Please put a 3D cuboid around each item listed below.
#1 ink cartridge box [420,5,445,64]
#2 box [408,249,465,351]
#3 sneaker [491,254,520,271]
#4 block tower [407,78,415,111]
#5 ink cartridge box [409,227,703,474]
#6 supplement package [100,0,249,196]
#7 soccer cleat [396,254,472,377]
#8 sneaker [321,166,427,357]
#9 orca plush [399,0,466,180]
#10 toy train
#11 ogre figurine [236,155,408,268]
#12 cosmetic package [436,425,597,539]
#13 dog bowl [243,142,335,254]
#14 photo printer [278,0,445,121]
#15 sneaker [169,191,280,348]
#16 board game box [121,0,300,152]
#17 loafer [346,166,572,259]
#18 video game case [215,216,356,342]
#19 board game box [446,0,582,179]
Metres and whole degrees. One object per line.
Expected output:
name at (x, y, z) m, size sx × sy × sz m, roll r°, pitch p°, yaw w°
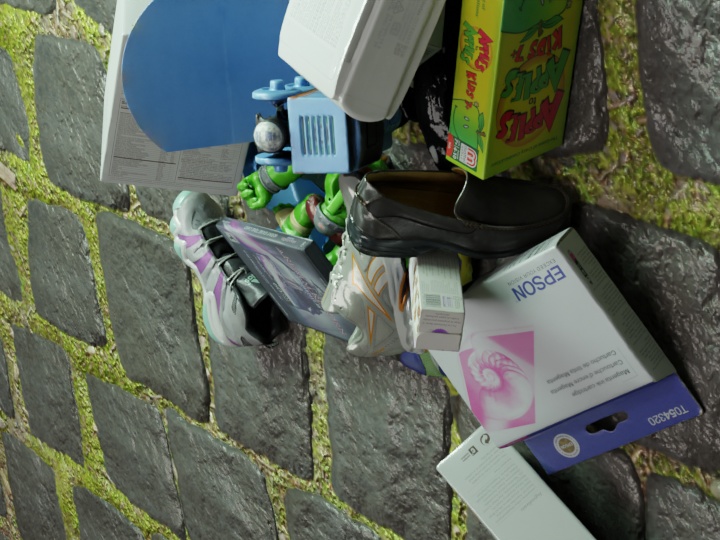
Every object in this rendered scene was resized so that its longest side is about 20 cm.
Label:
ink cartridge box at (0.041, -0.268, 1.447) m, size 0.099 × 0.039 × 0.201 m, roll -30°, pitch 49°, yaw 57°
box at (0.065, 0.006, 1.433) m, size 0.200 × 0.041 × 0.039 m, roll -92°, pitch 9°, yaw -64°
sneaker at (0.150, 0.043, 1.514) m, size 0.082 × 0.077 × 0.201 m, roll 23°, pitch 131°, yaw 12°
block tower at (0.016, -0.225, 1.527) m, size 0.058 × 0.054 × 0.200 m, roll -48°, pitch 62°, yaw 15°
ink cartridge box at (0.168, 0.084, 1.439) m, size 0.196 × 0.043 × 0.200 m, roll -31°, pitch 96°, yaw 44°
supplement package at (-0.185, -0.206, 1.708) m, size 0.200 × 0.150 × 0.152 m, roll 108°, pitch 163°, yaw -44°
soccer cleat at (0.088, 0.021, 1.595) m, size 0.083 × 0.065 × 0.201 m, roll 23°, pitch 128°, yaw 10°
sneaker at (0.000, 0.000, 1.519) m, size 0.076 × 0.092 × 0.201 m, roll -88°, pitch -18°, yaw -65°
orca plush at (0.090, -0.176, 1.420) m, size 0.071 × 0.105 × 0.201 m, roll -58°, pitch -18°, yaw -82°
toy train at (-0.022, -0.138, 1.504) m, size 0.114 × 0.200 × 0.087 m, roll 4°, pitch 105°, yaw 23°
ogre figurine at (-0.016, -0.059, 1.629) m, size 0.200 × 0.098 × 0.120 m, roll 50°, pitch 124°, yaw 22°
cosmetic package at (0.167, 0.246, 1.545) m, size 0.200 × 0.071 × 0.101 m, roll 48°, pitch 177°, yaw 28°
dog bowl at (-0.063, -0.063, 1.755) m, size 0.111 × 0.049 × 0.201 m, roll -7°, pitch 103°, yaw 56°
photo printer at (-0.001, -0.227, 1.381) m, size 0.167 × 0.069 × 0.200 m, roll -67°, pitch 25°, yaw 11°
sneaker at (-0.138, -0.002, 1.883) m, size 0.140 × 0.078 × 0.201 m, roll 6°, pitch 122°, yaw 52°
board game box at (-0.133, -0.202, 1.585) m, size 0.039 × 0.199 × 0.159 m, roll -114°, pitch 18°, yaw -60°
loafer at (0.089, -0.055, 1.413) m, size 0.072 × 0.199 × 0.073 m, roll 96°, pitch 165°, yaw -51°
video game case at (-0.061, 0.013, 1.676) m, size 0.143 × 0.019 × 0.200 m, roll 53°, pitch 162°, yaw -26°
board game box at (0.130, -0.185, 1.360) m, size 0.048 × 0.101 × 0.201 m, roll 33°, pitch 133°, yaw 36°
